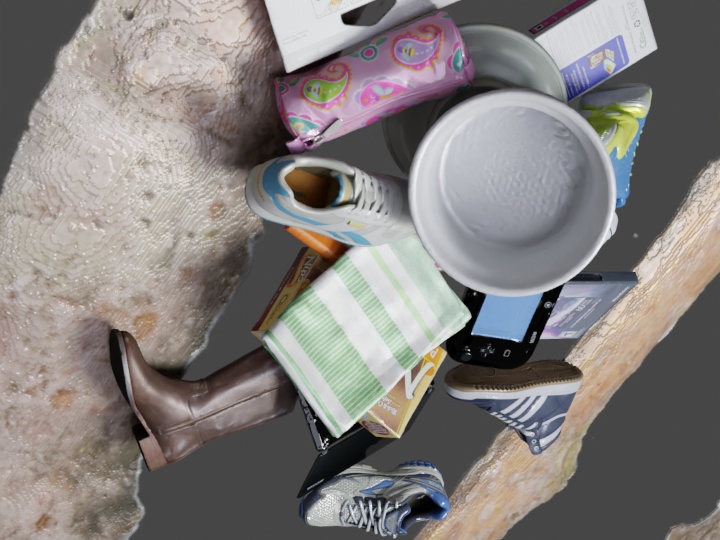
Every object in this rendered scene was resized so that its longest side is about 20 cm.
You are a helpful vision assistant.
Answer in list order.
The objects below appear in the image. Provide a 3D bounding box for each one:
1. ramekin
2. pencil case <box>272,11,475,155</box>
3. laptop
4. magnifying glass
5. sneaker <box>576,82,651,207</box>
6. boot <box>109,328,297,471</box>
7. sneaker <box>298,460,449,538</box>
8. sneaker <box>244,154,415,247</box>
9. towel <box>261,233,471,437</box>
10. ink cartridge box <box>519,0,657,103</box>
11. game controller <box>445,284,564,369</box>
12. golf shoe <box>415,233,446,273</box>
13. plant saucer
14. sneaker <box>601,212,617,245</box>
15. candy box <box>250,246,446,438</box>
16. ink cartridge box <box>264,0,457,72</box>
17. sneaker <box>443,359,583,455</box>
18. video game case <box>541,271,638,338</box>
[{"bbox_3d":[0.151,-0.085,1.224,0.198,0.098,0.203,3,108,9],"label":"ramekin"},{"bbox_3d":[0.012,-0.182,1.218,0.198,0.088,0.088,-22,127,4],"label":"pencil case"},{"bbox_3d":[-0.012,0.143,1.445,0.176,0.103,0.202,-27,104,-31],"label":"laptop"},{"bbox_3d":[0.000,0.000,1.322,0.199,0.022,0.080,37,62,-27],"label":"magnifying glass"},{"bbox_3d":[0.267,-0.132,1.348,0.200,0.075,0.106,-41,131,-48],"label":"sneaker"},{"bbox_3d":[-0.163,0.110,1.354,0.198,0.064,0.188,-21,125,-16],"label":"boot"},{"bbox_3d":[0.023,0.288,1.534,0.198,0.085,0.078,-7,122,-21],"label":"sneaker"},{"bbox_3d":[-0.011,-0.069,1.233,0.198,0.081,0.077,6,83,-27],"label":"sneaker"},{"bbox_3d":[0.007,0.058,1.300,0.200,0.023,0.153,-41,110,-13],"label":"towel"},{"bbox_3d":[0.222,-0.232,1.339,0.199,0.037,0.095,-33,127,-6],"label":"ink cartridge box"},{"bbox_3d":[0.165,0.026,1.356,0.103,0.042,0.201,14,124,-7],"label":"game controller"},{"bbox_3d":[0.127,-0.041,1.374,0.198,0.073,0.092,6,149,-33],"label":"golf shoe"},{"bbox_3d":[0.122,-0.154,1.293,0.198,0.050,0.202,-1,120,-2],"label":"plant saucer"},{"bbox_3d":[0.232,-0.080,1.404,0.200,0.073,0.071,44,69,-39],"label":"sneaker"},{"bbox_3d":[-0.010,0.079,1.351,0.200,0.055,0.116,42,66,-24],"label":"candy box"},{"bbox_3d":[-0.013,-0.308,1.174,0.198,0.045,0.177,-24,126,-10],"label":"ink cartridge box"},{"bbox_3d":[0.184,0.174,1.550,0.198,0.070,0.110,0,118,-29],"label":"sneaker"},{"bbox_3d":[0.212,0.043,1.473,0.198,0.019,0.143,-1,150,-26],"label":"video game case"}]
